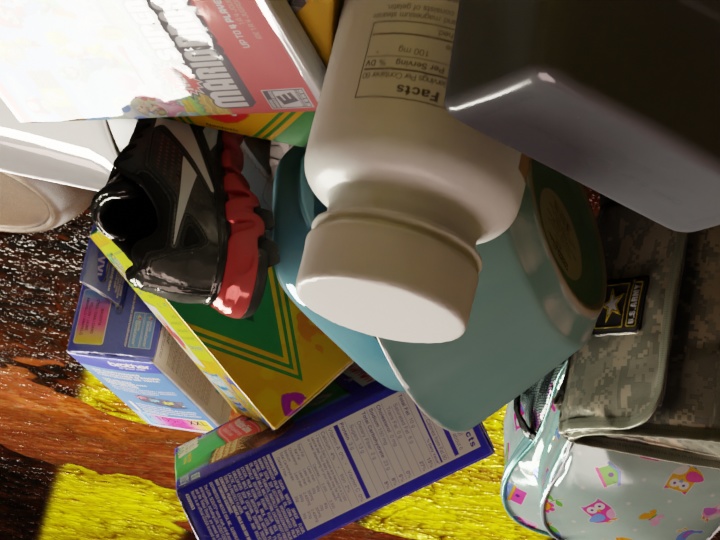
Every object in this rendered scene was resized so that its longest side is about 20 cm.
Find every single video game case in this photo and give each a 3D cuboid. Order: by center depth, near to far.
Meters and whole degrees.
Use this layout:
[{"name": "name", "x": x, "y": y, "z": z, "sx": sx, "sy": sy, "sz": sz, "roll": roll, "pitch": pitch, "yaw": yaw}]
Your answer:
[{"name": "video game case", "x": -0.127, "y": -0.129, "z": 1.094, "sx": 0.198, "sy": 0.018, "sz": 0.143, "roll": 0, "pitch": 147, "yaw": 25}]

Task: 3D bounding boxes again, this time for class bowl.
[{"name": "bowl", "x": 0.079, "y": -0.014, "z": 1.249, "sx": 0.104, "sy": 0.202, "sz": 0.201, "roll": -19, "pitch": 148, "yaw": 22}]

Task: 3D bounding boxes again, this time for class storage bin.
[{"name": "storage bin", "x": 0.139, "y": -0.112, "z": 0.976, "sx": 0.199, "sy": 0.135, "sz": 0.145, "roll": 24, "pitch": 159, "yaw": -27}]

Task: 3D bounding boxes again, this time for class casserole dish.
[{"name": "casserole dish", "x": 0.000, "y": 0.000, "z": 1.240, "sx": 0.039, "sy": 0.122, "sz": 0.200, "roll": -17, "pitch": 144, "yaw": 24}]

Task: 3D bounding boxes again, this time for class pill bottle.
[{"name": "pill bottle", "x": 0.033, "y": -0.072, "z": 1.060, "sx": 0.113, "sy": 0.202, "sz": 0.114, "roll": 13, "pitch": 161, "yaw": 4}]

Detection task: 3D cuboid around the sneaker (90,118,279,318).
[{"name": "sneaker", "x": -0.111, "y": -0.061, "z": 1.206, "sx": 0.097, "sy": 0.202, "sz": 0.071, "roll": 2, "pitch": 141, "yaw": -20}]

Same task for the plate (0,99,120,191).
[{"name": "plate", "x": -0.247, "y": -0.116, "z": 1.328, "sx": 0.198, "sy": 0.033, "sz": 0.200, "roll": 12, "pitch": 161, "yaw": 7}]

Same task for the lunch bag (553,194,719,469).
[{"name": "lunch bag", "x": 0.221, "y": 0.036, "z": 1.279, "sx": 0.198, "sy": 0.166, "sz": 0.118, "roll": 5, "pitch": 165, "yaw": 22}]

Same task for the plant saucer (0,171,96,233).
[{"name": "plant saucer", "x": -0.295, "y": -0.073, "z": 1.549, "sx": 0.198, "sy": 0.032, "sz": 0.200, "roll": 14, "pitch": 160, "yaw": 5}]

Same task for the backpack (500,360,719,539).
[{"name": "backpack", "x": 0.189, "y": 0.119, "z": 1.464, "sx": 0.174, "sy": 0.154, "sz": 0.201, "roll": 12, "pitch": 141, "yaw": -12}]

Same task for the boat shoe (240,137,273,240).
[{"name": "boat shoe", "x": -0.055, "y": -0.061, "z": 1.372, "sx": 0.069, "sy": 0.071, "sz": 0.200, "roll": -25, "pitch": 139, "yaw": 6}]

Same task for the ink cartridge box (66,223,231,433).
[{"name": "ink cartridge box", "x": -0.149, "y": 0.024, "z": 1.551, "sx": 0.076, "sy": 0.138, "sz": 0.200, "roll": 5, "pitch": 159, "yaw": 16}]

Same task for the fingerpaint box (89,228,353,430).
[{"name": "fingerpaint box", "x": -0.096, "y": 0.015, "z": 1.376, "sx": 0.167, "sy": 0.073, "sz": 0.200, "roll": 51, "pitch": 172, "yaw": -5}]

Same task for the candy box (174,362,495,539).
[{"name": "candy box", "x": -0.022, "y": 0.120, "z": 1.395, "sx": 0.199, "sy": 0.078, "sz": 0.169, "roll": -25, "pitch": -174, "yaw": -3}]

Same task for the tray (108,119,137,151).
[{"name": "tray", "x": -0.207, "y": -0.116, "z": 1.381, "sx": 0.199, "sy": 0.022, "sz": 0.107, "roll": 25, "pitch": 157, "yaw": -26}]

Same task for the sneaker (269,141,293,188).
[{"name": "sneaker", "x": 0.013, "y": -0.043, "z": 1.353, "sx": 0.076, "sy": 0.081, "sz": 0.200, "roll": -16, "pitch": 128, "yaw": 34}]

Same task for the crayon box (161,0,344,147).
[{"name": "crayon box", "x": -0.070, "y": -0.148, "z": 1.106, "sx": 0.126, "sy": 0.051, "sz": 0.201, "roll": 12, "pitch": 149, "yaw": 5}]
